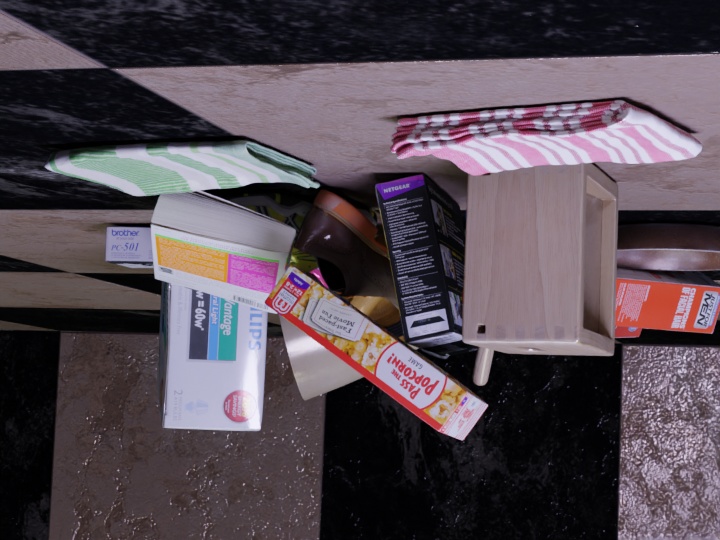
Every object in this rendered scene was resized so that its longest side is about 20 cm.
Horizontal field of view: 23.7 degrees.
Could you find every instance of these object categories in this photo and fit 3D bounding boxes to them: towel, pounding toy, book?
[{"bbox_3d":[-0.154,-0.088,1.494,0.200,0.023,0.153,0,173,24],"label":"towel"},{"bbox_3d":[0.146,0.007,1.511,0.142,0.184,0.200,0,174,19],"label":"pounding toy"},{"bbox_3d":[0.140,-0.094,1.289,0.200,0.030,0.146,-2,174,32],"label":"towel"},{"bbox_3d":[-0.135,-0.014,1.675,0.133,0.048,0.200,17,161,-1],"label":"book"}]

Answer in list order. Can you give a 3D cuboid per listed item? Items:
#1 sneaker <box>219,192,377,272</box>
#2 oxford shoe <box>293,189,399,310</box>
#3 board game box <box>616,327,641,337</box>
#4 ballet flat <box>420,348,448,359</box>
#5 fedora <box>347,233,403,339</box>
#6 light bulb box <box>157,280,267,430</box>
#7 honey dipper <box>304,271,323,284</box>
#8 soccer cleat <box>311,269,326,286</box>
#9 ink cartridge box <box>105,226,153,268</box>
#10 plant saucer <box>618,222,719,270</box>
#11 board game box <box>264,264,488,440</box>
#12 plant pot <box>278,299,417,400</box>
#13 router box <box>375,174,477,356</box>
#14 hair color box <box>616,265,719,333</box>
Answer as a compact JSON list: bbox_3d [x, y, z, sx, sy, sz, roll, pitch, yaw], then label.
[{"bbox_3d":[-0.075,-0.035,1.725,0.200,0.077,0.075,6,175,-23],"label":"sneaker"},{"bbox_3d":[0.000,0.000,1.703,0.071,0.073,0.200,24,166,48],"label":"oxford shoe"},{"bbox_3d":[0.233,0.035,2.077,0.153,0.040,0.200,28,-163,36],"label":"board game box"},{"bbox_3d":[0.136,0.022,1.906,0.057,0.067,0.200,34,119,-25],"label":"ballet flat"},{"bbox_3d":[0.036,0.014,1.945,0.200,0.082,0.201,-32,154,-18],"label":"fedora"},{"bbox_3d":[-0.188,0.085,2.158,0.125,0.199,0.200,2,-173,-9],"label":"light bulb box"},{"bbox_3d":[-0.047,0.032,1.787,0.038,0.038,0.200,2,173,5],"label":"honey dipper"},{"bbox_3d":[-0.115,-0.021,1.877,0.200,0.086,0.070,6,139,27],"label":"soccer cleat"},{"bbox_3d":[-0.189,-0.026,2.007,0.200,0.044,0.094,1,176,12],"label":"ink cartridge box"},{"bbox_3d":[0.335,-0.026,1.853,0.200,0.035,0.200,3,173,0],"label":"plant saucer"},{"bbox_3d":[0.018,0.078,1.589,0.200,0.046,0.151,35,179,15],"label":"board game box"},{"bbox_3d":[0.007,0.044,2.093,0.200,0.188,0.187,-14,173,3],"label":"plant pot"},{"bbox_3d":[0.070,0.000,1.623,0.051,0.149,0.200,-12,171,11],"label":"router box"},{"bbox_3d":[0.307,0.020,1.985,0.200,0.064,0.111,4,-161,-26],"label":"hair color box"}]
